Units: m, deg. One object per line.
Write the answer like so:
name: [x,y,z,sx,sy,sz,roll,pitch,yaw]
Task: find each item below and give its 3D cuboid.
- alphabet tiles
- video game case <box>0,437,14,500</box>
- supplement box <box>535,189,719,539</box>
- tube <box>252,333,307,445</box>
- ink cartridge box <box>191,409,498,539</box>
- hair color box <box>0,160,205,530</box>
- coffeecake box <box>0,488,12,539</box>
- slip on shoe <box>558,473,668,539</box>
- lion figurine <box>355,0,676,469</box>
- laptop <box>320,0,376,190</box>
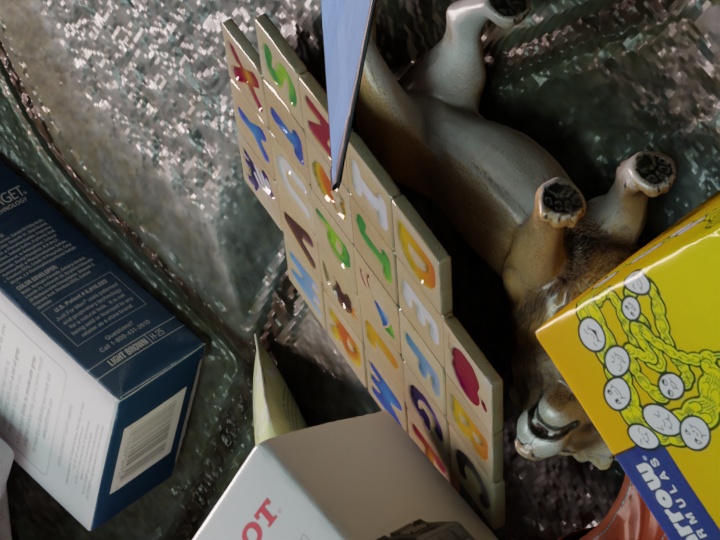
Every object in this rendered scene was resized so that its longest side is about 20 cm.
alphabet tiles: [0.000,0.000,0.934,0.200,0.006,0.167,54,162,31]
video game case: [-0.259,0.083,1.209,0.200,0.023,0.182,43,138,18]
supplement box: [0.168,0.008,0.739,0.109,0.109,0.200,57,143,0]
tube: [-0.021,0.131,1.077,0.058,0.052,0.201,10,123,43]
ink cartridge box: [0.011,0.177,0.911,0.200,0.085,0.148,47,119,23]
hair color box: [-0.168,0.017,1.150,0.200,0.060,0.100,40,139,20]
coffeecake box: [-0.264,0.115,1.313,0.153,0.073,0.201,27,132,33]
slip on shoe: [0.097,0.130,0.937,0.061,0.074,0.200,51,139,23]
lion figurine: [0.049,-0.029,0.888,0.201,0.072,0.123,57,158,23]
laptop: [-0.046,-0.165,0.776,0.199,0.116,0.188,28,130,19]
